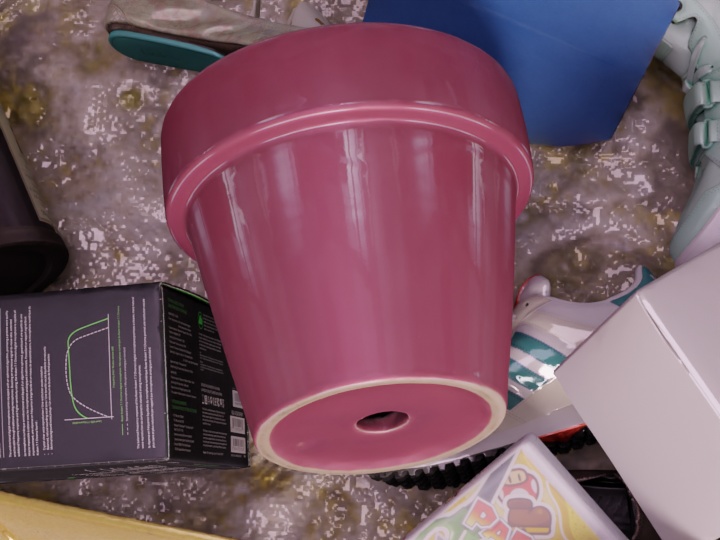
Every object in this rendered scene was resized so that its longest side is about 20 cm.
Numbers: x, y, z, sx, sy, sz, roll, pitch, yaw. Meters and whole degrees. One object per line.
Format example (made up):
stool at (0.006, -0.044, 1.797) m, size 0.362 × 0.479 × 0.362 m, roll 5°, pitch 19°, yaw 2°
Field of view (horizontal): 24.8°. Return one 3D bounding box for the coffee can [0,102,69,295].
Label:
coffee can at (-0.275, -0.069, 0.955) m, size 0.146 × 0.146 × 0.200 m, roll -26°, pitch 77°, yaw 5°

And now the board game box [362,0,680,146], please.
board game box at (0.088, -0.151, 0.900) m, size 0.158 × 0.200 × 0.039 m, roll 23°, pitch 58°, yaw 4°

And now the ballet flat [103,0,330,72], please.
ballet flat at (-0.058, -0.139, 0.973) m, size 0.200 × 0.067 × 0.062 m, roll 18°, pitch 75°, yaw 11°

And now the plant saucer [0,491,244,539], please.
plant saucer at (-0.150, 0.239, 0.936) m, size 0.200 × 0.048 × 0.200 m, roll 10°, pitch 84°, yaw 11°

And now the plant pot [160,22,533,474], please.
plant pot at (0.000, 0.000, 0.849) m, size 0.200 × 0.200 × 0.179 m, roll -12°, pitch 63°, yaw 7°

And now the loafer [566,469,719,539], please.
loafer at (0.157, 0.143, 0.887) m, size 0.200 × 0.071 × 0.073 m, roll -3°, pitch 81°, yaw 9°

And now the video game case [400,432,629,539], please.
video game case at (0.090, 0.217, 0.872) m, size 0.182 × 0.023 × 0.200 m, roll -43°, pitch 86°, yaw 17°

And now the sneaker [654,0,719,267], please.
sneaker at (0.182, -0.098, 0.918) m, size 0.118 × 0.074 × 0.201 m, roll 23°, pitch 76°, yaw 6°

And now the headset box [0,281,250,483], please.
headset box at (-0.178, 0.069, 0.903) m, size 0.200 × 0.174 × 0.093 m, roll -5°, pitch 81°, yaw 10°

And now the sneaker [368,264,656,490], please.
sneaker at (0.088, 0.058, 0.919) m, size 0.199 × 0.070 × 0.094 m, roll -18°, pitch 72°, yaw 4°

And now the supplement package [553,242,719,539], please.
supplement package at (0.223, 0.036, 0.831) m, size 0.200 × 0.121 × 0.120 m, roll -28°, pitch 77°, yaw -23°
